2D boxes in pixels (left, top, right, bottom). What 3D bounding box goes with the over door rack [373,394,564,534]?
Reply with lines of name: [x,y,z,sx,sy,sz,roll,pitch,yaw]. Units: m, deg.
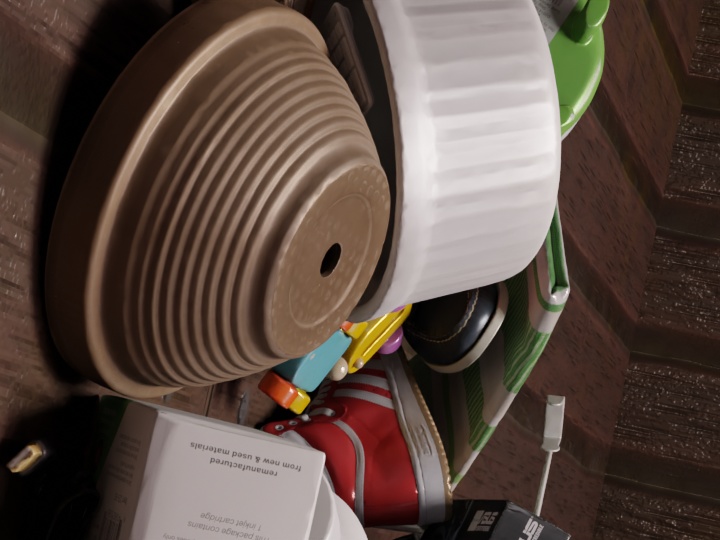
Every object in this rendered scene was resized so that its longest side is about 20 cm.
over door rack: [0.059,0.155,1.810,0.200,0.147,0.067,-73,168,-57]

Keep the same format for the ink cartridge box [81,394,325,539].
ink cartridge box: [-0.093,0.167,1.240,0.145,0.087,0.201,-179,-76,-74]

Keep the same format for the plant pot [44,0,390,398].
plant pot: [-0.051,-0.022,1.236,0.201,0.092,0.201,-44,148,-37]

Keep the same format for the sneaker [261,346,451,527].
sneaker: [-0.019,0.100,1.668,0.200,0.112,0.071,-117,-160,-60]

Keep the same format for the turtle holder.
turtle holder: [0.088,-0.119,1.784,0.132,0.140,0.186,117,-23,-74]

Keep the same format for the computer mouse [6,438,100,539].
computer mouse: [-0.154,0.147,1.154,0.200,0.046,0.141,-4,106,-77]

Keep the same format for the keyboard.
keyboard: [-0.030,-0.070,1.370,0.200,0.011,0.056,127,-46,-63]

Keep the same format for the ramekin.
ramekin: [0.026,-0.079,1.374,0.200,0.097,0.201,171,-90,-70]

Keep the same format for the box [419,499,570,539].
box: [0.050,0.218,1.604,0.161,0.043,0.200,-61,-174,-8]

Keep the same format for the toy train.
toy train: [0.000,0.000,1.553,0.200,0.056,0.151,-34,156,-48]

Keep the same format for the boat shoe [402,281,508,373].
boat shoe: [0.040,0.006,1.683,0.075,0.062,0.200,-48,-160,7]

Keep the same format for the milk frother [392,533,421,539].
milk frother: [0.039,0.291,1.828,0.200,0.180,0.189,-21,118,-68]

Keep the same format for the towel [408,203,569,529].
towel: [0.076,0.045,1.689,0.153,0.023,0.200,-94,-151,-52]

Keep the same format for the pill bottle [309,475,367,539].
pill bottle: [-0.049,0.184,1.480,0.200,0.119,0.120,83,22,-56]

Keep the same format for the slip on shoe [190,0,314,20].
slip on shoe: [-0.058,-0.130,1.320,0.076,0.060,0.200,60,-39,43]
